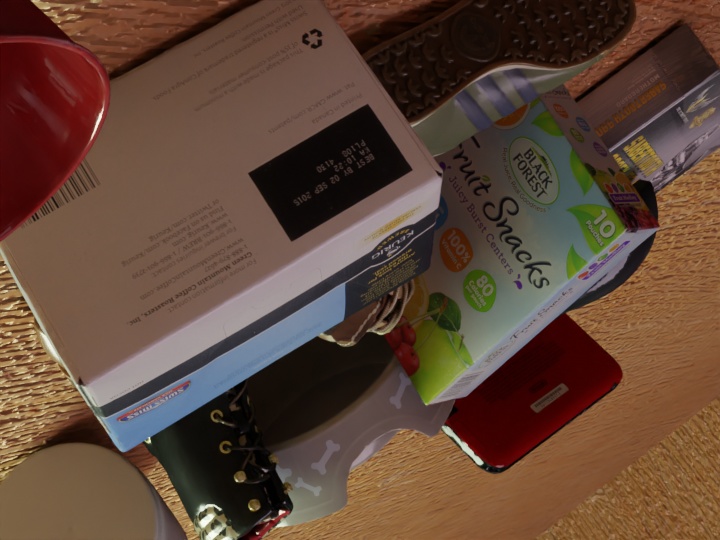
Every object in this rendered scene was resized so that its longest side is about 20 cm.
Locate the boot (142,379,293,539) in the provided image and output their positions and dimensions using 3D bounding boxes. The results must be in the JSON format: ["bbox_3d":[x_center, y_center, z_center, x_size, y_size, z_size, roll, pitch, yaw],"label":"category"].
[{"bbox_3d":[-0.082,0.087,1.099,0.073,0.154,0.204,-15,156,-44],"label":"boot"}]

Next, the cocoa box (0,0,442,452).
[{"bbox_3d":[-0.076,-0.024,0.845,0.199,0.134,0.131,-31,163,-10],"label":"cocoa box"}]

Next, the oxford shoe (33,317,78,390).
[{"bbox_3d":[-0.101,-0.008,0.966,0.200,0.071,0.071,-38,145,-4],"label":"oxford shoe"}]

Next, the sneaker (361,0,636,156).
[{"bbox_3d":[0.064,-0.116,0.983,0.199,0.067,0.090,-25,168,-26],"label":"sneaker"}]

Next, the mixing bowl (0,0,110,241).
[{"bbox_3d":[-0.197,-0.058,0.566,0.199,0.109,0.200,-31,168,-8],"label":"mixing bowl"}]

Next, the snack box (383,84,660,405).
[{"bbox_3d":[0.084,-0.024,1.119,0.200,0.143,0.053,-44,159,32],"label":"snack box"}]

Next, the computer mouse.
[{"bbox_3d":[0.169,0.007,1.316,0.200,0.053,0.138,-44,176,32],"label":"computer mouse"}]

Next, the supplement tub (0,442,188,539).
[{"bbox_3d":[-0.202,0.215,1.270,0.131,0.132,0.200,-31,163,-8],"label":"supplement tub"}]

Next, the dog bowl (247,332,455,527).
[{"bbox_3d":[-0.029,0.096,1.216,0.199,0.059,0.200,-24,-154,13],"label":"dog bowl"}]

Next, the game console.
[{"bbox_3d":[0.093,0.102,1.419,0.200,0.172,0.119,-29,156,-43],"label":"game console"}]

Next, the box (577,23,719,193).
[{"bbox_3d":[0.217,-0.103,1.306,0.158,0.049,0.200,-36,163,10],"label":"box"}]

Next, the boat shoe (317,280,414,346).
[{"bbox_3d":[0.000,0.000,1.003,0.076,0.074,0.200,-51,-166,12],"label":"boat shoe"}]
